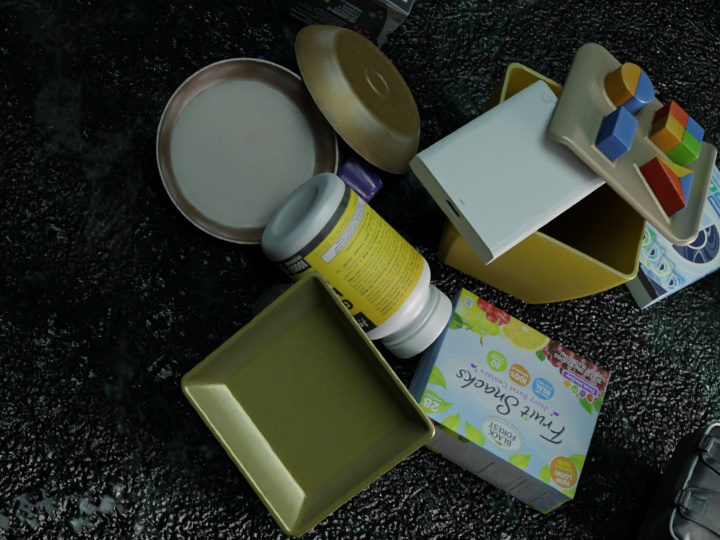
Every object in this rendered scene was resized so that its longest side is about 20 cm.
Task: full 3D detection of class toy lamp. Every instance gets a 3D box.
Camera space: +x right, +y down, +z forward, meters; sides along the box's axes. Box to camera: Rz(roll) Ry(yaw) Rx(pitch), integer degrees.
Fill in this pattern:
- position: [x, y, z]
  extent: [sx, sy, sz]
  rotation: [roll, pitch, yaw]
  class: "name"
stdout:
- position: [-0.056, -0.153, 1.739]
  extent: [0.200, 0.058, 0.058]
  rotation: [46, 55, 2]
  class: "toy lamp"

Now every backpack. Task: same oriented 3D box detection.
- position: [0.411, 0.289, 1.694]
  extent: [0.200, 0.151, 0.178]
  rotation: [31, 59, -1]
  class: "backpack"

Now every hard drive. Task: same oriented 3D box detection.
- position: [0.161, -0.106, 1.627]
  extent: [0.200, 0.026, 0.132]
  rotation: [-33, 83, -33]
  class: "hard drive"

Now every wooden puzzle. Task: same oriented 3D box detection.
- position: [0.307, -0.146, 1.688]
  extent: [0.200, 0.046, 0.185]
  rotation: [37, 44, -12]
  class: "wooden puzzle"

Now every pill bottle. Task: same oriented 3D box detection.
- position: [0.000, 0.000, 1.643]
  extent: [0.200, 0.112, 0.113]
  rotation: [42, 54, -20]
  class: "pill bottle"

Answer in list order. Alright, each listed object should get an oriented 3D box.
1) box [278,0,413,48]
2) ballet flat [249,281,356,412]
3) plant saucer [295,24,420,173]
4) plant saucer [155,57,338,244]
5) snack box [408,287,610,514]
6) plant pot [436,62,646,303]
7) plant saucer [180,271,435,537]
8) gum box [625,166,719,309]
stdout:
- position: [0.008, -0.374, 1.842]
  extent: [0.132, 0.115, 0.200]
  rotation: [28, 58, -13]
  class: "box"
- position: [-0.050, 0.106, 1.612]
  extent: [0.068, 0.068, 0.200]
  rotation: [-32, 70, -4]
  class: "ballet flat"
- position: [0.008, -0.203, 1.750]
  extent: [0.200, 0.035, 0.200]
  rotation: [39, 30, -29]
  class: "plant saucer"
- position: [-0.123, -0.127, 1.675]
  extent: [0.200, 0.032, 0.201]
  rotation: [1, 87, -16]
  class: "plant saucer"
- position: [0.157, 0.142, 1.691]
  extent: [0.200, 0.068, 0.169]
  rotation: [30, 56, -9]
  class: "snack box"
- position: [0.195, -0.075, 1.750]
  extent: [0.200, 0.176, 0.200]
  rotation: [25, 58, -13]
  class: "plant pot"
- position: [-0.049, 0.132, 1.549]
  extent: [0.200, 0.200, 0.048]
  rotation: [53, 20, 5]
  class: "plant saucer"
- position: [0.379, -0.065, 1.915]
  extent: [0.200, 0.045, 0.170]
  rotation: [-24, 78, -34]
  class: "gum box"
